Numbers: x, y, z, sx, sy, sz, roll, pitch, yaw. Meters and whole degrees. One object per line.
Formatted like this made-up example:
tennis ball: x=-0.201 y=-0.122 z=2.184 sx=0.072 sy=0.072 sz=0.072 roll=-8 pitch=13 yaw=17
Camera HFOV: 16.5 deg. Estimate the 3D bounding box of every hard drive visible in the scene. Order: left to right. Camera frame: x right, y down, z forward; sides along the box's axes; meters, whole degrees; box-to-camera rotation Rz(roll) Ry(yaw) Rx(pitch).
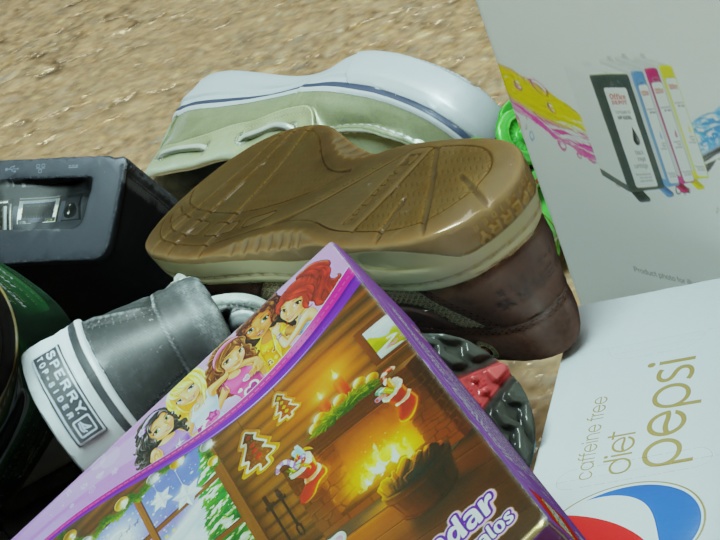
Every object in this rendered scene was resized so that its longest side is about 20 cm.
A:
hard drive: x=-0.143 y=0.006 z=0.956 sx=0.200 sy=0.135 sz=0.042 roll=-4 pitch=63 yaw=30

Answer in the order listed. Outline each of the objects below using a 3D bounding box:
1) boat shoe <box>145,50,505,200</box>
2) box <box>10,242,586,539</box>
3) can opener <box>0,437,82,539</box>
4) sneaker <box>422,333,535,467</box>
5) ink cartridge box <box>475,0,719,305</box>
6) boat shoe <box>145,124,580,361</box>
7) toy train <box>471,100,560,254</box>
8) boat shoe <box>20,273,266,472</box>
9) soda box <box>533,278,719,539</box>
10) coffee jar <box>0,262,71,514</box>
boat shoe: x=-0.015 y=-0.045 z=1.040 sx=0.200 sy=0.072 sz=0.062 roll=1 pitch=52 yaw=52
box: x=-0.046 y=0.099 z=0.577 sx=0.200 sy=0.039 sz=0.137 roll=-43 pitch=33 yaw=3
can opener: x=-0.131 y=0.076 z=0.886 sx=0.200 sy=0.053 sz=0.066 roll=-28 pitch=25 yaw=-13
sneaker: x=-0.035 y=0.102 z=0.703 sx=0.200 sy=0.096 sz=0.079 roll=-30 pitch=68 yaw=-18
ink cartridge box: x=0.143 y=-0.073 z=0.789 sx=0.147 sy=0.200 sz=0.145 roll=-35 pitch=28 yaw=-27
boat shoe: x=0.000 y=0.000 z=0.805 sx=0.072 sy=0.072 sz=0.200 roll=-45 pitch=25 yaw=-26
toy train: x=0.034 y=-0.004 z=0.909 sx=0.200 sy=0.056 sz=0.042 roll=-43 pitch=5 yaw=-36
boat shoe: x=-0.043 y=0.040 z=0.767 sx=0.068 sy=0.074 sz=0.199 roll=-33 pitch=-20 yaw=2
soda box: x=0.084 y=0.081 z=0.683 sx=0.064 sy=0.068 sz=0.200 roll=-12 pitch=27 yaw=19
coffee jar: x=-0.145 y=0.037 z=0.750 sx=0.104 sy=0.085 sz=0.200 roll=-58 pitch=-2 yaw=-4
